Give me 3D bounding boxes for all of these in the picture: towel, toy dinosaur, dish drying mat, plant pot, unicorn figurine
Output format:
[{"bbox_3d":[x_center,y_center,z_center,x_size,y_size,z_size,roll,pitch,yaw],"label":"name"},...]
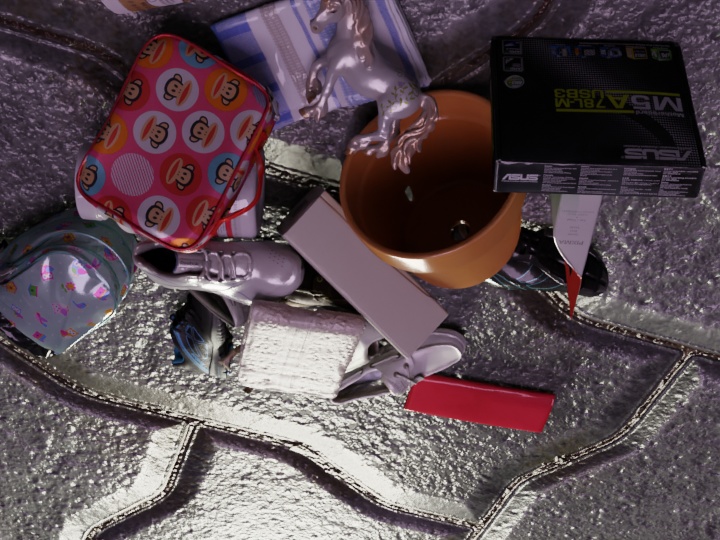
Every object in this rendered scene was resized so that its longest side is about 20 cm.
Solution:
[{"bbox_3d":[-0.039,-0.225,1.256,0.198,0.024,0.148,-13,132,17],"label":"towel"},{"bbox_3d":[-0.073,0.092,1.402,0.131,0.035,0.200,8,150,-9],"label":"towel"},{"bbox_3d":[-0.126,0.095,1.524,0.058,0.101,0.200,38,161,14],"label":"toy dinosaur"},{"bbox_3d":[0.162,0.180,1.654,0.198,0.018,0.077,10,134,-4],"label":"dish drying mat"},{"bbox_3d":[0.092,-0.073,1.297,0.198,0.202,0.140,-12,151,16],"label":"plant pot"},{"bbox_3d":[-0.004,-0.197,1.214,0.199,0.074,0.138,31,121,-16],"label":"unicorn figurine"}]

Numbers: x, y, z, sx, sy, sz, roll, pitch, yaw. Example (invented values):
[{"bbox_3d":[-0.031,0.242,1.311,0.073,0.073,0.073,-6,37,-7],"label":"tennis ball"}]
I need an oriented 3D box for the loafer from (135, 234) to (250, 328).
[{"bbox_3d":[-0.201,-0.010,1.412,0.199,0.070,0.070,36,139,6],"label":"loafer"}]

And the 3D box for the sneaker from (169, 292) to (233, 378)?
[{"bbox_3d":[-0.206,0.067,1.527,0.081,0.074,0.201,5,135,0],"label":"sneaker"}]

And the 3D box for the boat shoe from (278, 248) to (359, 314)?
[{"bbox_3d":[-0.034,0.008,1.456,0.198,0.071,0.070,11,151,-21],"label":"boat shoe"}]

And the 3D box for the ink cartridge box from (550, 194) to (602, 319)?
[{"bbox_3d":[0.217,-0.074,1.291,0.049,0.162,0.201,5,136,-1],"label":"ink cartridge box"}]

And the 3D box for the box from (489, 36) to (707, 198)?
[{"bbox_3d":[0.226,-0.154,1.187,0.197,0.194,0.048,3,135,3],"label":"box"}]

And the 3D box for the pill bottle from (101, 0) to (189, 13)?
[{"bbox_3d":[-0.148,-0.311,1.112,0.198,0.115,0.115,-8,134,12],"label":"pill bottle"}]

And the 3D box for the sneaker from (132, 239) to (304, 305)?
[{"bbox_3d":[-0.160,-0.001,1.328,0.198,0.075,0.087,2,178,13],"label":"sneaker"}]

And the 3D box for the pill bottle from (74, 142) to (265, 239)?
[{"bbox_3d":[-0.209,-0.095,1.336,0.197,0.113,0.113,3,136,1],"label":"pill bottle"}]

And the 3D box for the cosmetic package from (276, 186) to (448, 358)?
[{"bbox_3d":[0.000,0.000,1.371,0.200,0.104,0.073,44,89,-12],"label":"cosmetic package"}]

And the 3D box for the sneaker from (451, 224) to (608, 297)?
[{"bbox_3d":[0.197,-0.012,1.431,0.198,0.076,0.079,20,145,-5],"label":"sneaker"}]

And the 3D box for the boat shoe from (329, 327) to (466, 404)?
[{"bbox_3d":[0.047,0.134,1.578,0.198,0.070,0.071,-20,129,22],"label":"boat shoe"}]

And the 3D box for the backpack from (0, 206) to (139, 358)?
[{"bbox_3d":[-0.353,0.013,1.447,0.199,0.127,0.167,-31,122,27],"label":"backpack"}]

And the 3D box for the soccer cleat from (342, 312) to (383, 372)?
[{"bbox_3d":[-0.019,0.102,1.516,0.077,0.070,0.200,5,161,-9],"label":"soccer cleat"}]

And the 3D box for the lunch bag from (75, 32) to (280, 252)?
[{"bbox_3d":[-0.176,-0.123,1.239,0.175,0.082,0.201,30,90,1],"label":"lunch bag"}]
